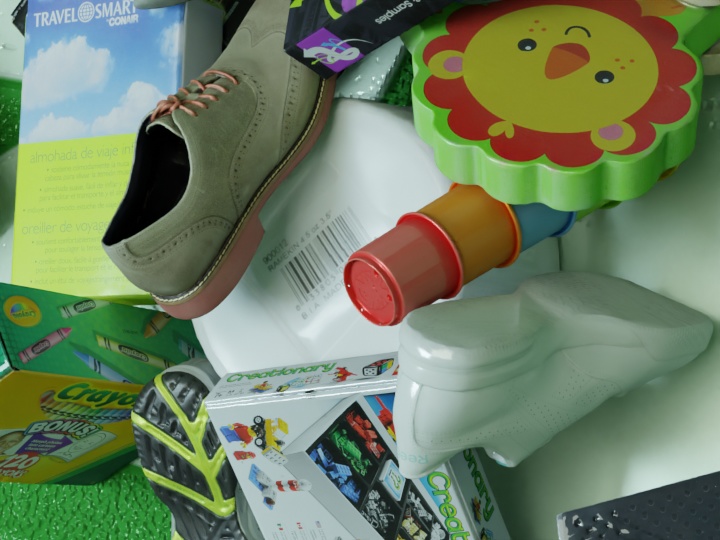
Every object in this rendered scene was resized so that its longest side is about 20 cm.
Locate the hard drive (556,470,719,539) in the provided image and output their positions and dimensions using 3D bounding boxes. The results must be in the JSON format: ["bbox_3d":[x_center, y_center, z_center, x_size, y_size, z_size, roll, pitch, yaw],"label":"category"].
[{"bbox_3d":[0.179,0.201,0.860,0.135,0.042,0.200,-16,73,2],"label":"hard drive"}]

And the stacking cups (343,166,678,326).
[{"bbox_3d":[0.074,-0.031,0.894,0.060,0.200,0.061,38,144,34],"label":"stacking cups"}]

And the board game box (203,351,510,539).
[{"bbox_3d":[0.012,0.138,0.932,0.126,0.035,0.200,-8,116,28],"label":"board game box"}]

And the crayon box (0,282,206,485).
[{"bbox_3d":[-0.182,0.069,1.021,0.119,0.200,0.058,-34,67,23],"label":"crayon box"}]

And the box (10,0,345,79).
[{"bbox_3d":[-0.108,-0.151,1.097,0.160,0.049,0.200,-50,63,17],"label":"box"}]

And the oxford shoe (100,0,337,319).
[{"bbox_3d":[-0.071,-0.077,0.930,0.070,0.075,0.200,4,65,40],"label":"oxford shoe"}]

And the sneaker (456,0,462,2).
[{"bbox_3d":[-0.001,-0.231,1.039,0.070,0.078,0.200,-40,87,17],"label":"sneaker"}]

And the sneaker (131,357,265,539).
[{"bbox_3d":[-0.070,0.144,1.017,0.075,0.076,0.200,-1,106,24],"label":"sneaker"}]

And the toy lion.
[{"bbox_3d":[0.093,-0.118,0.904,0.200,0.069,0.192,33,60,30],"label":"toy lion"}]

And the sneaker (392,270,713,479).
[{"bbox_3d":[0.091,0.055,0.882,0.075,0.200,0.089,31,119,45],"label":"sneaker"}]

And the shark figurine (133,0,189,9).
[{"bbox_3d":[-0.066,-0.179,0.908,0.128,0.214,0.090,-27,80,-3],"label":"shark figurine"}]

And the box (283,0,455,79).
[{"bbox_3d":[0.043,-0.198,0.891,0.200,0.036,0.143,-25,47,41],"label":"box"}]

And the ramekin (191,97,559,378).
[{"bbox_3d":[0.000,0.000,0.984,0.200,0.098,0.201,-4,82,30],"label":"ramekin"}]

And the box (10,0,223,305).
[{"bbox_3d":[-0.144,-0.080,1.052,0.122,0.048,0.200,-2,82,29],"label":"box"}]
